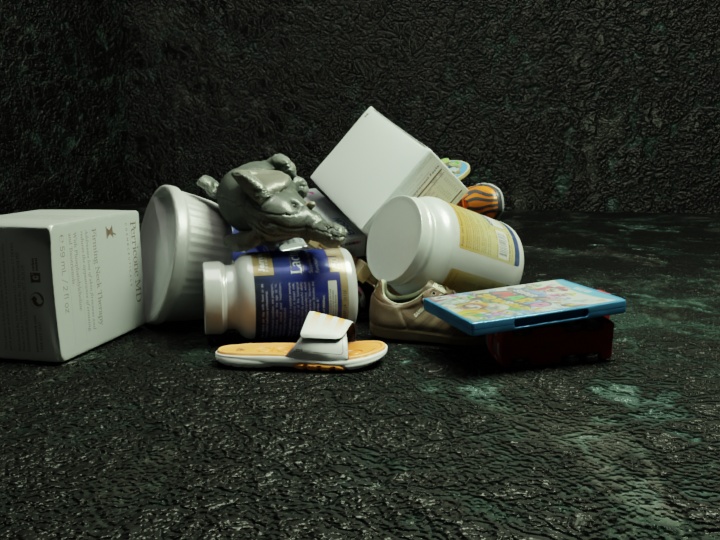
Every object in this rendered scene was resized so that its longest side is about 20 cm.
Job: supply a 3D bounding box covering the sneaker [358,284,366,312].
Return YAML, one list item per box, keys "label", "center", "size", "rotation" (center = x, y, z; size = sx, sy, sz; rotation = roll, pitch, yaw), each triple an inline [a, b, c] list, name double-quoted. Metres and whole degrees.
- label: "sneaker"
  center: [-0.086, 0.042, 1.170]
  size: [0.198, 0.080, 0.096]
  rotation: [11, 42, 30]

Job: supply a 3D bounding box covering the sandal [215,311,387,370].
- label: "sandal"
  center: [-0.070, 0.080, 0.912]
  size: [0.204, 0.060, 0.079]
  rotation: [-1, 9, 0]

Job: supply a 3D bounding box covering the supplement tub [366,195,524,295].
- label: "supplement tub"
  center: [0.121, -0.022, 1.116]
  size: [0.198, 0.146, 0.144]
  rotation: [16, -2, -35]

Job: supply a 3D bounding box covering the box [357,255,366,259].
- label: "box"
  center: [-0.090, -0.051, 1.336]
  size: [0.198, 0.061, 0.117]
  rotation: [-4, 10, -15]

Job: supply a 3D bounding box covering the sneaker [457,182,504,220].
- label: "sneaker"
  center: [0.153, -0.107, 1.361]
  size: [0.111, 0.079, 0.199]
  rotation: [-9, 3, -34]

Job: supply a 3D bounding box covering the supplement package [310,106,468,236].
- label: "supplement package"
  center: [0.040, -0.137, 1.224]
  size: [0.111, 0.156, 0.200]
  rotation: [38, 7, -39]

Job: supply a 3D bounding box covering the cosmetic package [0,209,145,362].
- label: "cosmetic package"
  center: [-0.407, 0.011, 1.018]
  size: [0.164, 0.170, 0.200]
  rotation: [1, 10, 14]

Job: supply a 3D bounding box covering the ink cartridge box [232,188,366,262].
- label: "ink cartridge box"
  center: [-0.120, -0.067, 1.221]
  size: [0.198, 0.044, 0.196]
  rotation: [-10, 33, -27]

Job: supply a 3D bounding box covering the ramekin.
- label: "ramekin"
  center: [-0.258, -0.019, 1.137]
  size: [0.093, 0.205, 0.202]
  rotation: [7, 4, -30]

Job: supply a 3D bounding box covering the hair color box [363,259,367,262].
- label: "hair color box"
  center: [-0.066, 0.005, 1.367]
  size: [0.197, 0.062, 0.101]
  rotation: [-2, 9, -12]

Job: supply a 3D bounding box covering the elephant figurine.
- label: "elephant figurine"
  center: [-0.122, -0.082, 1.034]
  size: [0.154, 0.142, 0.200]
  rotation: [-31, 19, 2]

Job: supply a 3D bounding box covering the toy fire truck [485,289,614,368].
- label: "toy fire truck"
  center: [0.239, 0.068, 0.962]
  size: [0.197, 0.049, 0.141]
  rotation: [-3, 14, -12]

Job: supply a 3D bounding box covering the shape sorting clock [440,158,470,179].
- label: "shape sorting clock"
  center: [0.095, -0.162, 1.372]
  size: [0.198, 0.040, 0.200]
  rotation: [-15, 15, 4]

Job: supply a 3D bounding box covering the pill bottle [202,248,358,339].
- label: "pill bottle"
  center: [-0.110, 0.032, 1.037]
  size: [0.198, 0.117, 0.116]
  rotation: [-3, 9, -14]

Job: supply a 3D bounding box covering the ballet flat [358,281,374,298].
- label: "ballet flat"
  center: [-0.042, 0.021, 1.303]
  size: [0.197, 0.057, 0.067]
  rotation: [3, 46, -12]

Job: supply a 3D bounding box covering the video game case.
- label: "video game case"
  center: [0.193, 0.041, 0.935]
  size: [0.198, 0.018, 0.143]
  rotation: [-7, 11, -16]

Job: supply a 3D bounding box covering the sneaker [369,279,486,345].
- label: "sneaker"
  center: [0.109, 0.053, 1.013]
  size: [0.197, 0.077, 0.070]
  rotation: [1, 9, 7]

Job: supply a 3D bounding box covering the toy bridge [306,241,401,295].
- label: "toy bridge"
  center: [0.000, 0.000, 1.146]
  size: [0.199, 0.027, 0.067]
  rotation: [36, 3, -11]
